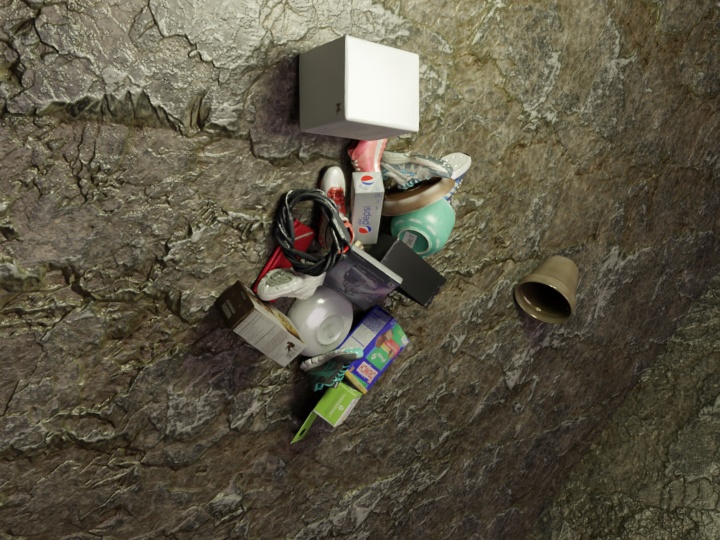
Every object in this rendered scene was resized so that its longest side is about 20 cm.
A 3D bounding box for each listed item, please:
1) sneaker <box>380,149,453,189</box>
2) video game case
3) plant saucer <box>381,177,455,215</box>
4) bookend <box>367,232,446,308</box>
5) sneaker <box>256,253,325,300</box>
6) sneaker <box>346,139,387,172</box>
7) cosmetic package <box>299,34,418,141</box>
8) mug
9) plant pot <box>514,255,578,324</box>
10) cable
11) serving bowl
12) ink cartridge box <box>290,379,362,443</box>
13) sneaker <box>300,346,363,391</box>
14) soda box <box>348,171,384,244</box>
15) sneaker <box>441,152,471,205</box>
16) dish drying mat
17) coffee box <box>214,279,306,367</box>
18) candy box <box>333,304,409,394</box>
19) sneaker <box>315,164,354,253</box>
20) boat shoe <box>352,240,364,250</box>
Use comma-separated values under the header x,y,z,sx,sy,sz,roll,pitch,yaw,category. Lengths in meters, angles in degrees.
x,y,z,sx,sy,sz,roll,pitch,yaw,category
0.128,-0.236,1.543,0.078,0.200,0.087,-20,121,-58,sneaker
-0.004,0.022,1.537,0.143,0.200,0.019,35,56,-9,video game case
0.133,-0.195,1.570,0.200,0.200,0.032,-33,114,-23,plant saucer
0.082,-0.017,1.637,0.200,0.199,0.092,38,85,-34,bookend
-0.153,0.039,1.508,0.200,0.078,0.100,-24,134,-33,sneaker
0.003,-0.262,1.523,0.087,0.074,0.201,1,109,-24,sneaker
-0.002,-0.373,1.349,0.200,0.167,0.167,-1,93,-39,cosmetic package
0.161,-0.100,1.641,0.185,0.152,0.115,54,46,-29,mug
0.645,0.050,2.148,0.174,0.200,0.200,-51,136,-30,plant pot
-0.116,-0.090,1.452,0.163,0.200,0.051,-30,179,21,cable
-0.094,0.137,1.634,0.200,0.066,0.201,-20,124,-32,serving bowl
-0.087,0.393,1.719,0.200,0.076,0.148,-55,170,-4,ink cartridge box
-0.063,0.252,1.628,0.077,0.200,0.091,-4,74,-50,sneaker
0.010,-0.143,1.511,0.068,0.064,0.200,-4,147,-6,soda box
0.225,-0.209,1.726,0.200,0.081,0.147,-42,140,-21,sneaker
-0.180,-0.021,1.513,0.077,0.018,0.200,31,90,-46,dish drying mat
-0.228,0.123,1.473,0.080,0.113,0.200,-43,133,2,coffee box
0.026,0.217,1.750,0.200,0.077,0.169,-47,146,-9,candy box
-0.051,-0.138,1.495,0.067,0.108,0.202,-5,115,-32,sneaker
0.000,0.000,1.584,0.072,0.072,0.200,-52,164,-29,boat shoe
